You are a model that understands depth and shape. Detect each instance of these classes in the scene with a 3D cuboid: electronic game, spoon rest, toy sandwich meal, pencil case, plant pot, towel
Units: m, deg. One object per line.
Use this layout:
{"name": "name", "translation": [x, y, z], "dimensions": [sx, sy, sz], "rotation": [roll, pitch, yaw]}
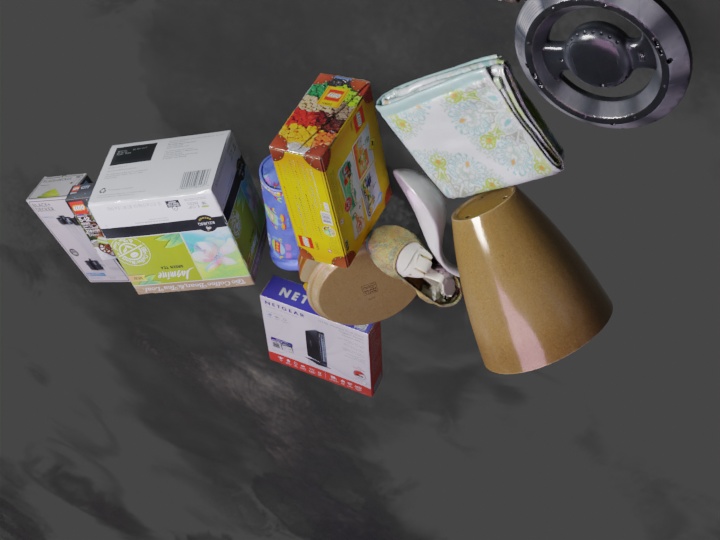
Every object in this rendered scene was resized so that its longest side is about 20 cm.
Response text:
{"name": "electronic game", "translation": [0.260, -0.235, 1.254], "dimensions": [0.198, 0.042, 0.201], "rotation": [22, 145, 16]}
{"name": "spoon rest", "translation": [0.105, -0.059, 1.562], "dimensions": [0.200, 0.061, 0.099], "rotation": [48, 180, -26]}
{"name": "toy sandwich meal", "translation": [0.000, 0.000, 1.693], "dimensions": [0.203, 0.071, 0.206], "rotation": [-11, 139, -10]}
{"name": "pencil case", "translation": [-0.099, -0.080, 1.683], "dimensions": [0.087, 0.077, 0.201], "rotation": [53, 160, 35]}
{"name": "plant pot", "translation": [0.201, -0.002, 1.492], "dimensions": [0.185, 0.186, 0.201], "rotation": [-11, 115, 44]}
{"name": "towel", "translation": [0.136, -0.170, 1.426], "dimensions": [0.199, 0.048, 0.172], "rotation": [-10, 128, 44]}

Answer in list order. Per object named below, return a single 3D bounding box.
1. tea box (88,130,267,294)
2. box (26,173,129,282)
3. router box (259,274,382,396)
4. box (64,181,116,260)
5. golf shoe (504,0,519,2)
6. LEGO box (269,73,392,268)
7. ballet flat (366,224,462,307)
{"name": "tea box", "translation": [-0.263, -0.082, 1.719], "dimensions": [0.198, 0.135, 0.198], "rotation": [-5, 136, 17]}
{"name": "box", "translation": [-0.469, -0.071, 1.993], "dimensions": [0.116, 0.060, 0.201], "rotation": [1, 135, 36]}
{"name": "router box", "translation": [-0.063, 0.110, 1.921], "dimensions": [0.198, 0.049, 0.180], "rotation": [19, 144, 18]}
{"name": "box", "translation": [-0.357, -0.086, 1.866], "dimensions": [0.198, 0.038, 0.137], "rotation": [-6, 134, 21]}
{"name": "golf shoe", "translation": [0.178, -0.323, 1.196], "dimensions": [0.198, 0.078, 0.095], "rotation": [15, 160, 25]}
{"name": "LEGO box", "translation": [-0.034, -0.129, 1.514], "dimensions": [0.076, 0.150, 0.201], "rotation": [13, 141, 24]}
{"name": "ballet flat", "translation": [0.084, -0.003, 1.615], "dimensions": [0.070, 0.071, 0.200], "rotation": [2, 156, 35]}
